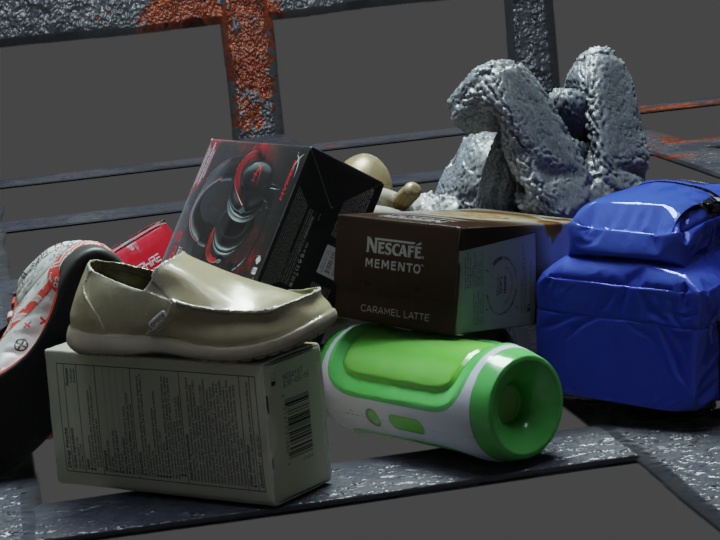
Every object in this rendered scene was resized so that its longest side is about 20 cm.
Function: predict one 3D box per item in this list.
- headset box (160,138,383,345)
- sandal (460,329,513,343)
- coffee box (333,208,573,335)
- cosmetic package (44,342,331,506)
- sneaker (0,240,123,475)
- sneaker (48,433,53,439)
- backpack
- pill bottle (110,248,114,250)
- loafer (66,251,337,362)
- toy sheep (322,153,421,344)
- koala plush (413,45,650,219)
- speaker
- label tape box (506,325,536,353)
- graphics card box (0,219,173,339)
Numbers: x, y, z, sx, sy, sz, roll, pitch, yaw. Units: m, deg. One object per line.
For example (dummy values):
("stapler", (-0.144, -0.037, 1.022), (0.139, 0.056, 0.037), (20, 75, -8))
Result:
("headset box", (-0.083, -0.020, 1.699), (0.075, 0.149, 0.200), (26, -7, -28))
("sandal", (0.080, 0.063, 1.683), (0.080, 0.057, 0.201), (-46, 18, -4))
("coffee box", (0.083, -0.002, 1.649), (0.114, 0.080, 0.200), (7, 6, 34))
("cosmetic package", (-0.124, 0.102, 1.533), (0.199, 0.104, 0.073), (3, 13, 35))
("sneaker", (-0.250, 0.065, 1.648), (0.067, 0.202, 0.108), (34, -4, -19))
("sneaker", (-0.241, 0.113, 1.688), (0.199, 0.077, 0.085), (0, 31, 41))
("backpack", (0.250, 0.015, 1.647), (0.162, 0.169, 0.199), (13, 17, 36))
("pill bottle", (-0.184, 0.037, 1.909), (0.199, 0.113, 0.112), (3, 13, 39))
("loafer", (-0.114, 0.022, 1.484), (0.199, 0.069, 0.076), (-2, 12, 18))
("toy sheep", (0.000, 0.000, 1.764), (0.137, 0.201, 0.138), (3, -21, 1))
("koala plush", (0.131, -0.068, 1.842), (0.177, 0.185, 0.200), (-10, -11, -39))
("speaker", (0.053, 0.087, 1.574), (0.088, 0.089, 0.199), (-13, 13, -37))
("label tape box", (0.173, 0.026, 1.877), (0.199, 0.067, 0.143), (-15, 7, 26))
("graphics card box", (-0.246, 0.041, 1.803), (0.200, 0.051, 0.125), (-33, 2, 33))
